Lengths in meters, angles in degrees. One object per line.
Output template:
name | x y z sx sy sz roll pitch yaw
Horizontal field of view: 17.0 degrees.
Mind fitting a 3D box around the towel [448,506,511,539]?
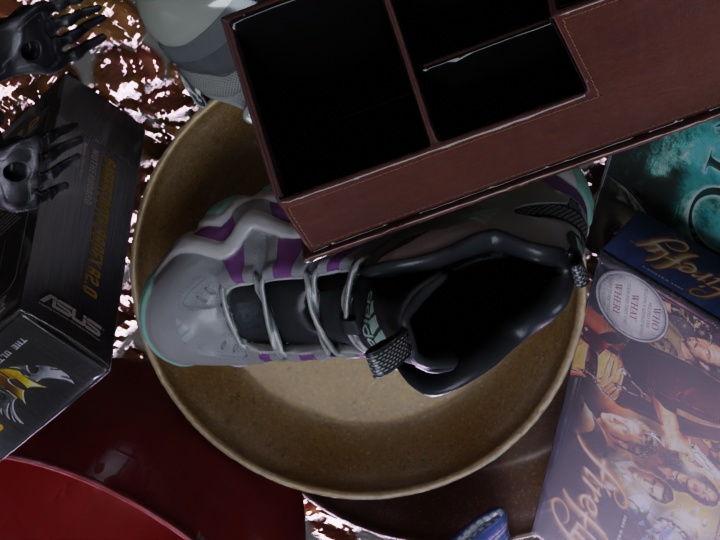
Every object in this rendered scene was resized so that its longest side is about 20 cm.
towel | 0.024 0.183 1.171 0.145 0.024 0.200 -43 165 -7

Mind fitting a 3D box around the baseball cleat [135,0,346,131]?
baseball cleat | 0.010 -0.118 0.975 0.200 0.070 0.106 -14 123 26

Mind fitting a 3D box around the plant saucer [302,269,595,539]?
plant saucer | 0.049 0.052 1.150 0.200 0.037 0.200 0 133 0

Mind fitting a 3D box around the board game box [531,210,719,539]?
board game box | 0.154 0.083 1.072 0.135 0.035 0.200 31 141 21

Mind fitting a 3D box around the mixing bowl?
mixing bowl | -0.101 0.114 1.137 0.200 0.108 0.200 20 143 15

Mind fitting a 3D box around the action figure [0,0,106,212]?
action figure | -0.179 -0.085 0.972 0.102 0.200 0.119 -12 114 -40

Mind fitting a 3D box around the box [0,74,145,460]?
box | -0.180 0.029 1.047 0.048 0.158 0.200 37 122 -26

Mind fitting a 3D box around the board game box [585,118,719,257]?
board game box | 0.174 -0.057 1.002 0.135 0.028 0.200 33 133 22

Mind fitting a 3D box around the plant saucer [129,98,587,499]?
plant saucer | 0.000 0.000 1.059 0.200 0.035 0.200 2 103 7

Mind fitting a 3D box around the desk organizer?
desk organizer | 0.052 -0.083 0.916 0.200 0.072 0.077 -19 138 13

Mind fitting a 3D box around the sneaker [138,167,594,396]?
sneaker | -0.003 0.013 0.967 0.200 0.140 0.078 -21 113 11
